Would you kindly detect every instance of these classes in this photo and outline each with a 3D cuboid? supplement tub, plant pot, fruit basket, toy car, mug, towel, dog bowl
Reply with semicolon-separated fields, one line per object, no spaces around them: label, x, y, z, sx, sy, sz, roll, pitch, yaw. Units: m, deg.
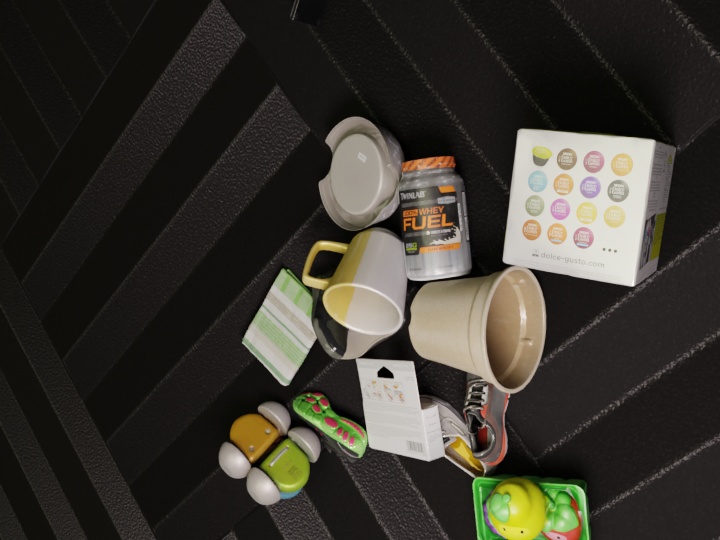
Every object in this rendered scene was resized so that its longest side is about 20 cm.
supplement tub;0.128;-0.091;1.339;0.120;0.122;0.206;-6;93;32
plant pot;0.187;0.091;1.298;0.180;0.198;0.207;3;98;42
fruit basket;0.274;0.407;1.264;0.211;0.214;0.160;-5;94;32
toy car;-0.186;0.392;1.594;0.198;0.175;0.152;34;147;23
mug;0.008;0.000;1.374;0.184;0.156;0.149;33;144;-20
towel;-0.154;0.119;1.603;0.149;0.030;0.202;41;113;19
dog bowl;0.005;-0.178;1.419;0.197;0.058;0.206;6;99;46

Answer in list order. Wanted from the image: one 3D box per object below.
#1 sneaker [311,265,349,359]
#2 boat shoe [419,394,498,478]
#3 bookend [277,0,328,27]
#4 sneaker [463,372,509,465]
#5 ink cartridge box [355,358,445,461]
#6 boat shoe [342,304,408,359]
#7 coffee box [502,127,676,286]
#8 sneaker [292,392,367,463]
sneaker;-0.034;0.066;1.449;0.113;0.076;0.202;-33;38;25
boat shoe;0.161;0.304;1.398;0.199;0.069;0.072;41;115;21
bookend;-0.141;-0.603;1.461;0.198;0.091;0.203;32;112;26
sneaker;0.213;0.231;1.331;0.076;0.081;0.206;-16;71;31
ink cartridge box;0.070;0.249;1.420;0.198;0.043;0.179;-7;92;58
boat shoe;0.014;0.117;1.484;0.198;0.057;0.068;-29;94;36
coffee box;0.346;-0.103;1.153;0.195;0.198;0.204;11;101;30
sneaker;-0.069;0.317;1.540;0.198;0.076;0.086;34;131;37
